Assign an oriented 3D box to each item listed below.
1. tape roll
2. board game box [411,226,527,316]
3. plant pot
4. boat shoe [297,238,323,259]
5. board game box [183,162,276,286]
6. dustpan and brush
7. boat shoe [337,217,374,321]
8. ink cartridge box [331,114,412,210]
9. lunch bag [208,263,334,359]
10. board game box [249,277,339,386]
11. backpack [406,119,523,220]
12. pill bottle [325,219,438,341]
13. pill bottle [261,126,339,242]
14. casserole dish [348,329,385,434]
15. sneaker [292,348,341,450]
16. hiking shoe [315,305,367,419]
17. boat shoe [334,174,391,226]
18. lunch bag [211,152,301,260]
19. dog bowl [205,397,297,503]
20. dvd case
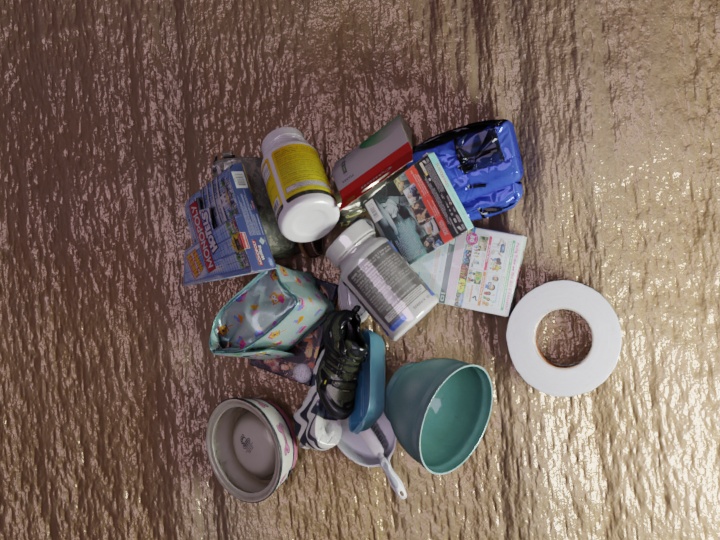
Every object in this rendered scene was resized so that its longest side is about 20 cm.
[{"bbox_3d":[0.359,0.118,1.458,0.197,0.066,0.204,-1,88,17],"label":"tape roll"},{"bbox_3d":[0.192,-0.008,1.512,0.197,0.064,0.150,12,93,18],"label":"board game box"},{"bbox_3d":[0.125,0.243,1.475,0.133,0.199,0.203,20,95,43],"label":"plant pot"},{"bbox_3d":[-0.096,-0.126,1.596,0.069,0.070,0.203,-12,85,18],"label":"boat shoe"},{"bbox_3d":[-0.260,-0.059,1.484,0.199,0.061,0.203,-28,77,40],"label":"board game box"},{"bbox_3d":[0.034,0.336,1.552,0.139,0.057,0.201,-36,79,13],"label":"dustpan and brush"},{"bbox_3d":[0.000,0.000,1.560,0.071,0.069,0.203,11,89,-4],"label":"boat shoe"},{"bbox_3d":[0.019,-0.196,1.475,0.160,0.200,0.050,-34,105,16],"label":"ink cartridge box"},{"bbox_3d":[-0.170,0.095,1.525,0.200,0.170,0.122,-43,71,11],"label":"lunch bag"},{"bbox_3d":[-0.129,0.108,1.620,0.134,0.035,0.203,16,93,17],"label":"board game box"},{"bbox_3d":[0.185,-0.172,1.467,0.197,0.162,0.171,-13,88,15],"label":"backpack"},{"bbox_3d":[0.035,0.015,1.466,0.114,0.114,0.201,-42,83,11],"label":"pill bottle"},{"bbox_3d":[-0.116,-0.160,1.486,0.112,0.112,0.202,-30,55,14],"label":"pill bottle"},{"bbox_3d":[0.014,0.205,1.519,0.038,0.121,0.203,11,55,-16],"label":"casserole dish"},{"bbox_3d":[-0.083,0.250,1.577,0.129,0.079,0.202,-32,50,51],"label":"sneaker"},{"bbox_3d":[-0.031,0.165,1.493,0.075,0.100,0.203,5,74,-25],"label":"hiking shoe"},{"bbox_3d":[-0.024,-0.119,1.552,0.200,0.072,0.061,-33,115,-7],"label":"boat shoe"},{"bbox_3d":[-0.207,-0.118,1.579,0.137,0.168,0.203,-13,85,15],"label":"lunch bag"},{"bbox_3d":[-0.205,0.338,1.592,0.198,0.073,0.204,6,101,36],"label":"dog bowl"},{"bbox_3d":[0.096,-0.099,1.445,0.199,0.022,0.147,-33,85,49],"label":"dvd case"}]
